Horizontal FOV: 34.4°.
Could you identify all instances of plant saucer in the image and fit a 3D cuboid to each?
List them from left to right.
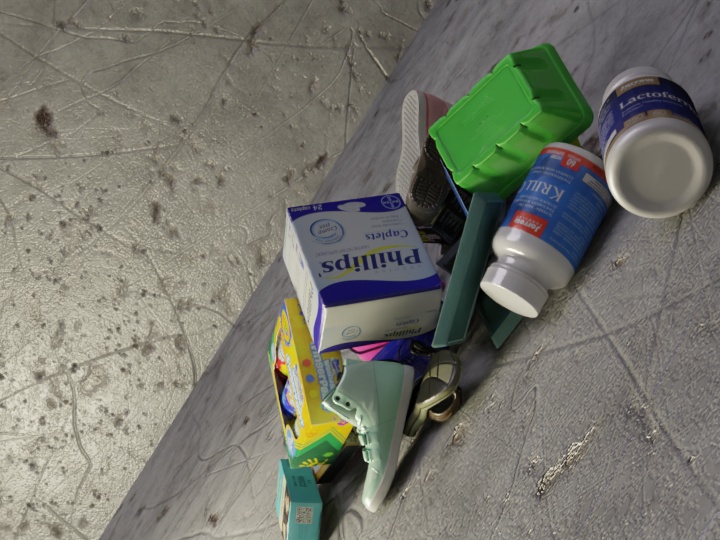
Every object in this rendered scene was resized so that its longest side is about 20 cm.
[{"bbox_3d":[0.138,0.001,1.469,0.070,0.019,0.203,-4,-68,-60],"label":"plant saucer"},{"bbox_3d":[0.189,0.042,1.609,0.070,0.019,0.200,-54,13,13],"label":"plant saucer"}]

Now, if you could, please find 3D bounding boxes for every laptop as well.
[{"bbox_3d":[0.119,-0.028,1.610,0.202,0.115,0.187,-62,-9,0],"label":"laptop"}]

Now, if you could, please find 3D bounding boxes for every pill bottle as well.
[{"bbox_3d":[0.232,-0.048,1.447,0.202,0.112,0.112,-60,13,-13],"label":"pill bottle"},{"bbox_3d":[0.329,-0.153,1.321,0.116,0.115,0.201,-50,14,27],"label":"pill bottle"}]

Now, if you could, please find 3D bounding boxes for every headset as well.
[{"bbox_3d":[0.057,0.181,1.687,0.124,0.093,0.202,-94,22,-53],"label":"headset"}]

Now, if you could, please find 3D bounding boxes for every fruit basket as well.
[{"bbox_3d":[0.222,-0.183,1.553,0.213,0.157,0.216,-23,-21,-10],"label":"fruit basket"}]

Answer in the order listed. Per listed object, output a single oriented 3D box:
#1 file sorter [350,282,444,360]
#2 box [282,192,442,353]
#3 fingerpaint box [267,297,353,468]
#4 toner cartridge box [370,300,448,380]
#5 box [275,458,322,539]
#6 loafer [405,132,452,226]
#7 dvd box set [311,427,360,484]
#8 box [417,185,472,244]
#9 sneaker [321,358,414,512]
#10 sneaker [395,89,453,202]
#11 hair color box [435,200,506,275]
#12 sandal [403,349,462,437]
[{"bbox_3d":[0.007,0.052,1.900,0.201,0.139,0.125,-51,-18,23],"label":"file sorter"},{"bbox_3d":[0.000,0.000,1.670,0.106,0.181,0.201,100,155,-46],"label":"box"},{"bbox_3d":[-0.077,0.166,1.715,0.167,0.072,0.202,115,146,-57],"label":"fingerpaint box"},{"bbox_3d":[0.067,0.136,1.785,0.200,0.043,0.095,-47,15,38],"label":"toner cartridge box"},{"bbox_3d":[-0.096,0.358,1.773,0.200,0.048,0.084,-134,49,-78],"label":"box"},{"bbox_3d":[0.109,-0.144,1.766,0.201,0.075,0.069,-60,0,-41],"label":"loafer"},{"bbox_3d":[-0.057,0.213,1.820,0.147,0.029,0.202,122,141,-50],"label":"dvd box set"},{"bbox_3d":[0.154,-0.136,1.845,0.201,0.044,0.160,-56,15,-8],"label":"box"},{"bbox_3d":[-0.002,0.219,1.581,0.074,0.116,0.203,130,151,-83],"label":"sneaker"},{"bbox_3d":[0.118,-0.183,1.868,0.075,0.103,0.203,-9,75,58],"label":"sneaker"},{"bbox_3d":[0.179,-0.079,1.848,0.099,0.060,0.201,-48,16,30],"label":"hair color box"},{"bbox_3d":[0.104,0.168,1.549,0.201,0.057,0.081,115,176,-61],"label":"sandal"}]
